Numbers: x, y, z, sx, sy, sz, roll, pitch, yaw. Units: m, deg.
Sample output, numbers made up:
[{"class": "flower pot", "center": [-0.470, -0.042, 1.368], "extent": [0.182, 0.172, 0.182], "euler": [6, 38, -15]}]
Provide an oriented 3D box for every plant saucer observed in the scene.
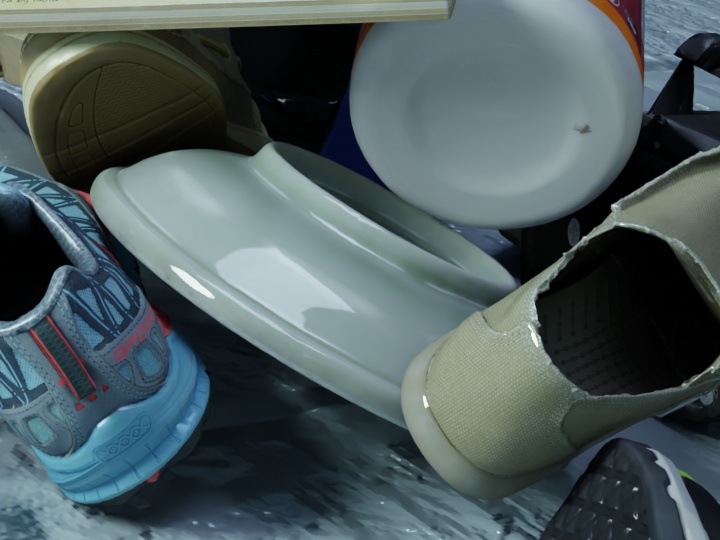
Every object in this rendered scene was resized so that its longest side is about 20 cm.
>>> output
[{"class": "plant saucer", "center": [0.000, 0.000, 0.786], "extent": [0.200, 0.050, 0.200], "euler": [29, 9, -5]}]

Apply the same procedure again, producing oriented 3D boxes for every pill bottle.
[{"class": "pill bottle", "center": [0.058, -0.115, 0.861], "extent": [0.109, 0.110, 0.200], "euler": [10, 39, -1]}]

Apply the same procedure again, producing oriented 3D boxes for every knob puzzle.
[{"class": "knob puzzle", "center": [-0.048, -0.151, 0.806], "extent": [0.219, 0.031, 0.220], "euler": [-4, 35, 3]}]

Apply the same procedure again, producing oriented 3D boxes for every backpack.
[{"class": "backpack", "center": [-0.021, -0.117, 1.025], "extent": [0.168, 0.163, 0.200], "euler": [3, 18, -40]}]

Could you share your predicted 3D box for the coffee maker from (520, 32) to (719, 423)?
[{"class": "coffee maker", "center": [0.197, 0.000, 0.907], "extent": [0.200, 0.135, 0.192], "euler": [-7, 51, -36]}]

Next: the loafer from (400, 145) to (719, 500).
[{"class": "loafer", "center": [0.102, 0.011, 0.720], "extent": [0.200, 0.076, 0.068], "euler": [-34, 0, -36]}]

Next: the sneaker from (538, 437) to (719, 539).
[{"class": "sneaker", "center": [0.106, 0.121, 0.622], "extent": [0.083, 0.072, 0.200], "euler": [29, 15, -20]}]

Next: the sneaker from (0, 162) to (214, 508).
[{"class": "sneaker", "center": [-0.119, -0.006, 0.740], "extent": [0.079, 0.096, 0.200], "euler": [-41, 38, -9]}]

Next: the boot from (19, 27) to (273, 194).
[{"class": "boot", "center": [-0.098, -0.110, 0.858], "extent": [0.073, 0.156, 0.200], "euler": [-24, -15, 12]}]

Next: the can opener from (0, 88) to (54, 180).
[{"class": "can opener", "center": [-0.146, -0.045, 0.927], "extent": [0.067, 0.053, 0.200], "euler": [-3, 25, -29]}]

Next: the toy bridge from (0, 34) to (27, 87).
[{"class": "toy bridge", "center": [-0.208, -0.056, 0.877], "extent": [0.067, 0.027, 0.200], "euler": [20, 41, 40]}]

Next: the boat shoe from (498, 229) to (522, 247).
[{"class": "boat shoe", "center": [0.152, -0.038, 1.039], "extent": [0.200, 0.063, 0.073], "euler": [-3, 24, -33]}]
